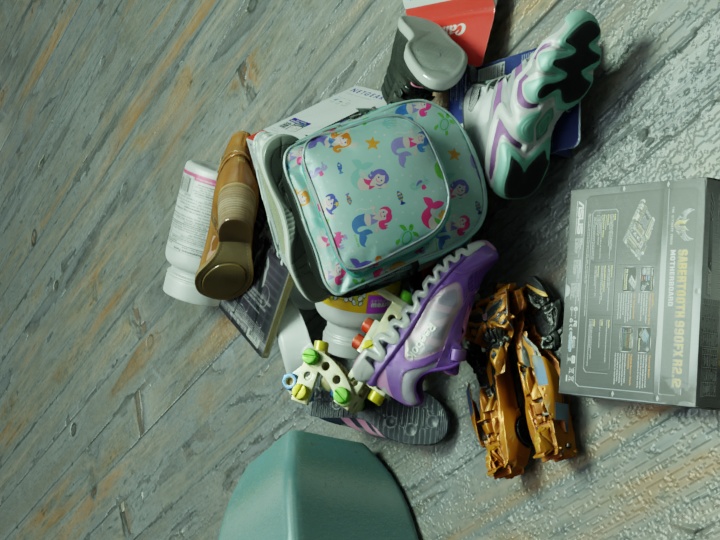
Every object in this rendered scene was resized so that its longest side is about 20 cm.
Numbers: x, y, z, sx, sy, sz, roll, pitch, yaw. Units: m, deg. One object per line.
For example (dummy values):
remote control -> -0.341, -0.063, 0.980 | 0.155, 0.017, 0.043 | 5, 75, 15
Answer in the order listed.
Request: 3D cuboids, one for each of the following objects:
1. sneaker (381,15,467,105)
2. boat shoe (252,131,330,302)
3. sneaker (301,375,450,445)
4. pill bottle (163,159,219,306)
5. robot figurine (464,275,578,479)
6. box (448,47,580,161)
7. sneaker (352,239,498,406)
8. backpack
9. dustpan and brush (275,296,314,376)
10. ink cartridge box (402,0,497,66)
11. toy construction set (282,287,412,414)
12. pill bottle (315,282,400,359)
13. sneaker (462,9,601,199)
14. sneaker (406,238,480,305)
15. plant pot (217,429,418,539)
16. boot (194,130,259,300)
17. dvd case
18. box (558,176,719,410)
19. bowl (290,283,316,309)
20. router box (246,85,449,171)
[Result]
sneaker -> 0.069, -0.209, 1.153 | 0.201, 0.069, 0.101 | -102, 22, -61
boat shoe -> -0.072, -0.061, 1.175 | 0.065, 0.074, 0.205 | 29, 143, 59
sneaker -> 0.029, 0.164, 1.238 | 0.197, 0.082, 0.071 | 12, 82, 31
pill bottle -> -0.233, -0.057, 1.573 | 0.113, 0.112, 0.204 | 28, 106, 51
robot figurine -> 0.159, 0.105, 1.074 | 0.144, 0.057, 0.203 | -32, 60, 44
box -> 0.172, -0.174, 1.128 | 0.199, 0.032, 0.124 | -7, 79, 53
sneaker -> 0.084, 0.060, 1.075 | 0.088, 0.080, 0.201 | 41, 95, 16
backpack -> 0.030, -0.081, 1.069 | 0.151, 0.197, 0.180 | 133, 117, -80
dustpan and brush -> -0.074, 0.104, 1.332 | 0.200, 0.056, 0.142 | -125, 21, -78
ink cartridge box -> 0.100, -0.338, 1.216 | 0.160, 0.050, 0.204 | 7, 78, 53
toy construction set -> -0.001, 0.077, 1.181 | 0.130, 0.092, 0.203 | 28, 99, 23
pill bottle -> 0.000, 0.000, 1.254 | 0.104, 0.103, 0.204 | 27, 116, 51
sneaker -> 0.156, -0.191, 1.063 | 0.140, 0.077, 0.202 | 49, 122, 43
sneaker -> 0.081, -0.036, 1.153 | 0.078, 0.089, 0.204 | -14, 82, 41
plant pot -> -0.058, 0.309, 1.224 | 0.196, 0.193, 0.203 | -43, 44, 39
boot -> -0.168, -0.068, 1.362 | 0.201, 0.072, 0.157 | 119, 156, -49
dvd case -> -0.125, -0.010, 1.353 | 0.148, 0.016, 0.203 | 40, 116, 51
box -> 0.263, 0.021, 0.961 | 0.157, 0.048, 0.204 | -2, 82, 52
bowl -> -0.098, -0.052, 1.415 | 0.200, 0.089, 0.205 | -14, 72, 51
router box -> -0.015, -0.156, 1.255 | 0.199, 0.178, 0.050 | 25, 138, 51
